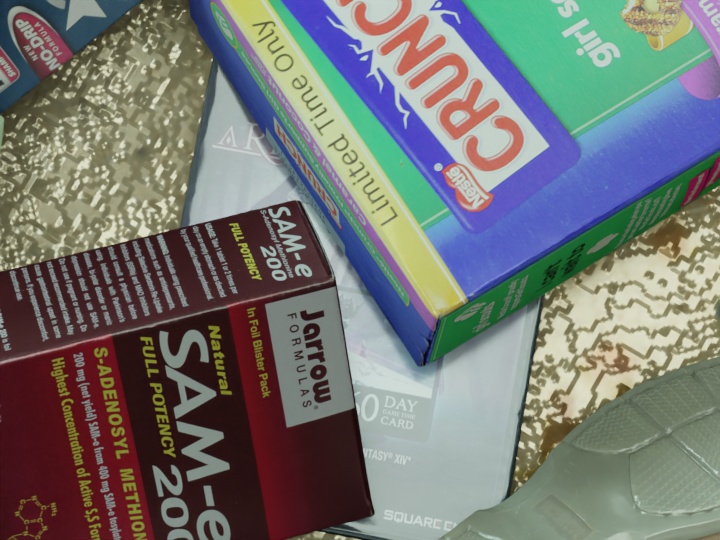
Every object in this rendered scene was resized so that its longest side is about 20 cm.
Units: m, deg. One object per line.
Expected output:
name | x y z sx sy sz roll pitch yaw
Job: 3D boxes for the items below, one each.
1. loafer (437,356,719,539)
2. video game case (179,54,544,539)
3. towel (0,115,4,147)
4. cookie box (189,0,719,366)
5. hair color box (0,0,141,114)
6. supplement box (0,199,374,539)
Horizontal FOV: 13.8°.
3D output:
loafer | 0.094 0.100 1.109 0.199 0.063 0.072 -31 54 -14
video game case | 0.000 0.000 1.139 0.142 0.019 0.201 10 83 2
towel | -0.205 0.028 1.057 0.152 0.023 0.201 -4 122 -18
cookie box | 0.062 -0.089 1.103 0.200 0.075 0.171 -32 76 -10
hair color box | -0.099 -0.149 1.113 0.200 0.100 0.061 -39 125 -4
supplement box | -0.102 0.056 1.056 0.199 0.061 0.109 -15 123 -8
